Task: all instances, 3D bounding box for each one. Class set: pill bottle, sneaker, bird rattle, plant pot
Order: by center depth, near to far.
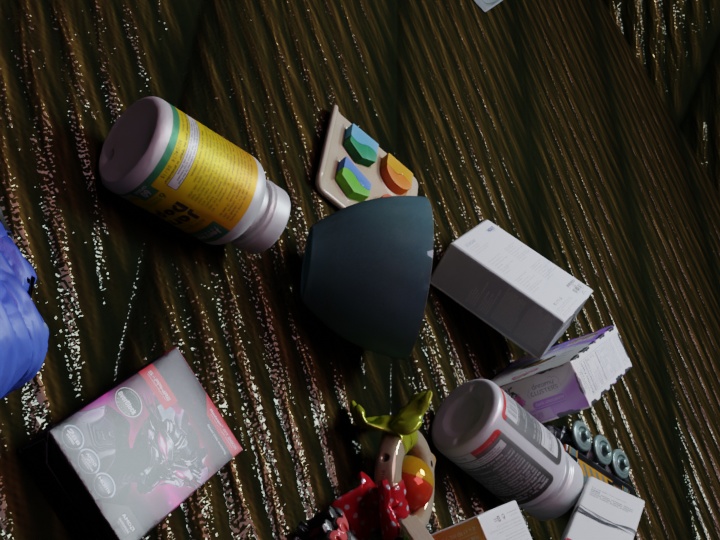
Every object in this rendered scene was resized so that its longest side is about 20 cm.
[{"bbox_3d":[-0.039,0.328,1.099,0.098,0.071,0.200,50,32,-13],"label":"sneaker"},{"bbox_3d":[-0.176,-0.096,1.226,0.200,0.113,0.113,31,41,-39],"label":"pill bottle"},{"bbox_3d":[0.050,0.240,1.284,0.163,0.112,0.200,51,31,-45],"label":"bird rattle"},{"bbox_3d":[0.000,0.000,1.353,0.135,0.200,0.200,8,49,-9],"label":"plant pot"},{"bbox_3d":[0.197,0.241,1.472,0.200,0.114,0.114,41,35,-28],"label":"pill bottle"}]

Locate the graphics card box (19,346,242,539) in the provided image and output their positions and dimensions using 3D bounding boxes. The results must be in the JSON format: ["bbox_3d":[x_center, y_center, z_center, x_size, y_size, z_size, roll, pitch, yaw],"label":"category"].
[{"bbox_3d":[-0.204,0.164,1.024,0.126,0.051,0.200,58,32,-2],"label":"graphics card box"}]

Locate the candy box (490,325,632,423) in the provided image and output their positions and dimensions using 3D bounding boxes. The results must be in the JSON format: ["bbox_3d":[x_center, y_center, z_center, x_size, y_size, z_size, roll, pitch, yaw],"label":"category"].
[{"bbox_3d":[0.275,0.159,1.598,0.200,0.168,0.072,-23,89,-58],"label":"candy box"}]

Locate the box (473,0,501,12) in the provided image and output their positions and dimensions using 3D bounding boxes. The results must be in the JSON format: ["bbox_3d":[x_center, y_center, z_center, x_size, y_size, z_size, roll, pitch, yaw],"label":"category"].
[{"bbox_3d":[0.299,-0.674,2.340,0.097,0.176,0.200,36,39,-34],"label":"box"}]

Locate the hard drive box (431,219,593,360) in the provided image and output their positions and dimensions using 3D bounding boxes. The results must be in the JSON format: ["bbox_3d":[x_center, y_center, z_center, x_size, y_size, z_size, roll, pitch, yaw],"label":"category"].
[{"bbox_3d":[0.225,0.023,1.657,0.200,0.077,0.156,36,29,14],"label":"hard drive box"}]

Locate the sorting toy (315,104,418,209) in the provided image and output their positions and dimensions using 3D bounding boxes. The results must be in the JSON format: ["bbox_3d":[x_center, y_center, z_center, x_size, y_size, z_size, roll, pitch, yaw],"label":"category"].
[{"bbox_3d":[0.019,-0.127,1.605,0.200,0.036,0.185,42,35,-27],"label":"sorting toy"}]

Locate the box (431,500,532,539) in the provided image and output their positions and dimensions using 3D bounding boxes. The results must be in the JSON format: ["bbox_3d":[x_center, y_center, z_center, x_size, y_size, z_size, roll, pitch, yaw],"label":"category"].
[{"bbox_3d":[0.147,0.384,1.269,0.097,0.124,0.200,-2,65,-55],"label":"box"}]

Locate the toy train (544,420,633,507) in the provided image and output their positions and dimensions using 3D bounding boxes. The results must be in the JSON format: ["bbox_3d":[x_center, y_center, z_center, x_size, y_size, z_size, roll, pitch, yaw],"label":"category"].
[{"bbox_3d":[0.333,0.304,1.653,0.200,0.085,0.114,36,48,-34],"label":"toy train"}]

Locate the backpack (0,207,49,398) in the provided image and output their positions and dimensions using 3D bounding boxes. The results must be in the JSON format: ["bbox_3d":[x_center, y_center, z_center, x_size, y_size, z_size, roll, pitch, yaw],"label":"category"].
[{"bbox_3d":[-0.332,0.021,0.855,0.200,0.162,0.168,59,28,2],"label":"backpack"}]

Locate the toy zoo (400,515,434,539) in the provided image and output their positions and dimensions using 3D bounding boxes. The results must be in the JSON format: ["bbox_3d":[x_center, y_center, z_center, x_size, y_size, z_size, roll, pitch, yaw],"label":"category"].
[{"bbox_3d":[0.086,0.373,1.164,0.131,0.020,0.200,-134,-148,-61],"label":"toy zoo"}]

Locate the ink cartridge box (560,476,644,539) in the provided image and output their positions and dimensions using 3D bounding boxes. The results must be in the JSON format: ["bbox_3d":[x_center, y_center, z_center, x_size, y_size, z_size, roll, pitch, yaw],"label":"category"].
[{"bbox_3d":[0.289,0.384,1.439,0.084,0.145,0.200,23,29,13],"label":"ink cartridge box"}]
